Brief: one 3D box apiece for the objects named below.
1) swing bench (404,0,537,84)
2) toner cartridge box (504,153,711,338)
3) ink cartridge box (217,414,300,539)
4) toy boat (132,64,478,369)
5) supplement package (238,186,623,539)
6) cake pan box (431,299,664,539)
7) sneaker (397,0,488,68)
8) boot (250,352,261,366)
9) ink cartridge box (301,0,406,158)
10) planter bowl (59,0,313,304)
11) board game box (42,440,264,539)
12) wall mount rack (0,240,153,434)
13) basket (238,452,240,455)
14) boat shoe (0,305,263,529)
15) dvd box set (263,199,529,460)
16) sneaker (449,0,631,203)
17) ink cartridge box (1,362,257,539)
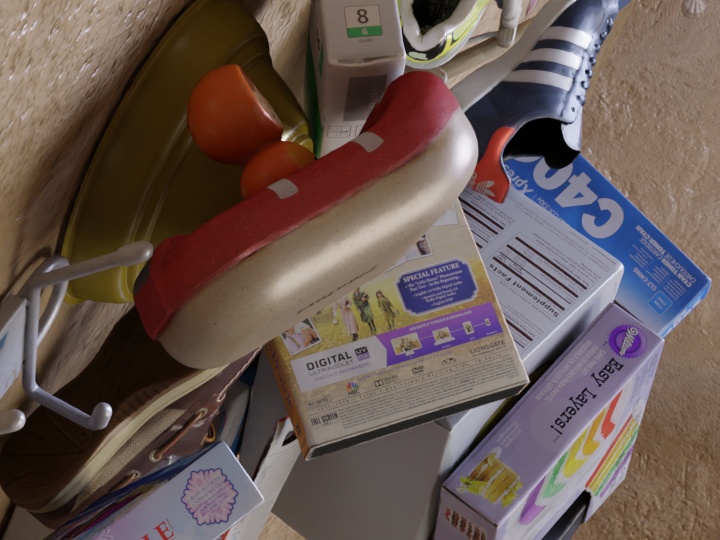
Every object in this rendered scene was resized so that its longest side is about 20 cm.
[{"bbox_3d":[0.075,-0.201,1.595,0.200,0.130,0.199,-44,170,-8],"label":"swing bench"},{"bbox_3d":[0.140,-0.025,1.611,0.095,0.200,0.043,-44,168,-8],"label":"toner cartridge box"},{"bbox_3d":[-0.098,0.165,1.419,0.201,0.050,0.109,-64,170,8],"label":"ink cartridge box"},{"bbox_3d":[-0.040,-0.048,1.185,0.199,0.131,0.131,-31,174,-24],"label":"toy boat"},{"bbox_3d":[0.044,0.071,1.535,0.200,0.147,0.192,-40,156,-37],"label":"supplement package"},{"bbox_3d":[0.117,0.141,1.525,0.184,0.052,0.200,-42,158,-27],"label":"cake pan box"},{"bbox_3d":[0.068,-0.205,1.296,0.076,0.075,0.201,-101,-152,-77],"label":"sneaker"},{"bbox_3d":[-0.044,-0.036,1.542,0.146,0.070,0.201,-50,151,-50],"label":"boot"},{"bbox_3d":[-0.013,-0.165,1.320,0.161,0.050,0.201,99,-17,-65],"label":"ink cartridge box"},{"bbox_3d":[-0.082,-0.052,1.287,0.201,0.083,0.201,-60,171,-16],"label":"planter bowl"},{"bbox_3d":[-0.168,0.173,1.189,0.199,0.041,0.200,-36,-177,-29],"label":"board game box"},{"bbox_3d":[-0.171,0.063,1.146,0.200,0.074,0.174,-57,169,-36],"label":"wall mount rack"},{"bbox_3d":[-0.066,0.029,1.718,0.201,0.148,0.143,-65,-156,15],"label":"basket"},{"bbox_3d":[-0.117,0.075,1.340,0.200,0.072,0.072,-44,142,-8],"label":"boat shoe"},{"bbox_3d":[0.000,0.000,1.398,0.145,0.201,0.029,-16,164,-18],"label":"dvd box set"},{"bbox_3d":[0.131,-0.120,1.534,0.200,0.084,0.075,-43,168,-17],"label":"sneaker"},{"bbox_3d":[-0.146,0.133,1.481,0.145,0.084,0.200,-66,172,19],"label":"ink cartridge box"}]
